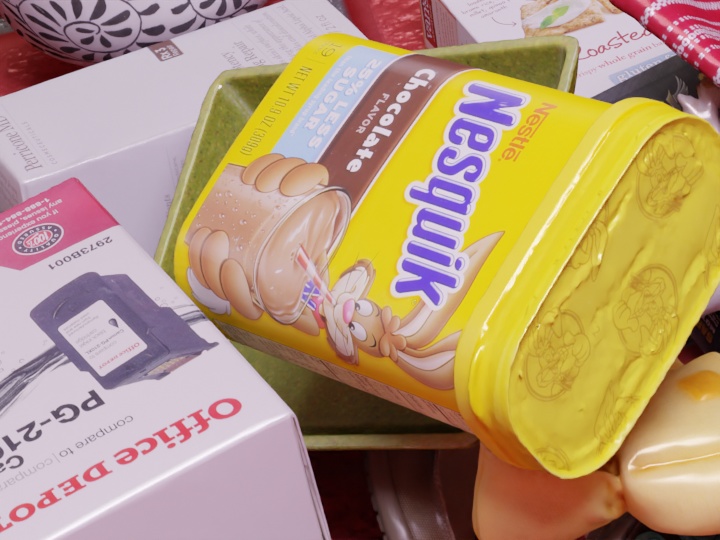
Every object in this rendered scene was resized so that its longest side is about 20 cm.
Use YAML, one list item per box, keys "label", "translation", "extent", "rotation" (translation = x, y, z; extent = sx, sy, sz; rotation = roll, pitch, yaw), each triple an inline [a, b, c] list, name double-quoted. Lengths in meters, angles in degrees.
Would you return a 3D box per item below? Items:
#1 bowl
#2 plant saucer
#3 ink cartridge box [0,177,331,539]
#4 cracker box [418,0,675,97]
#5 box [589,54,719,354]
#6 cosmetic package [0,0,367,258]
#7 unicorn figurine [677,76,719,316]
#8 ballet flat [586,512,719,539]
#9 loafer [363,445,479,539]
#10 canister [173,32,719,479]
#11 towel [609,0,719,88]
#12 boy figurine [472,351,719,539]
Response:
- label: "bowl"
  translation: [-0.113, -0.161, 1.595]
  extent: [0.200, 0.095, 0.201]
  rotation: [-14, 24, 6]
- label: "plant saucer"
  translation: [0.000, 0.000, 1.293]
  extent: [0.199, 0.048, 0.201]
  rotation: [-3, 58, 34]
- label: "ink cartridge box"
  translation: [-0.126, 0.068, 1.208]
  extent: [0.144, 0.085, 0.200]
  rotation: [-28, 42, -18]
- label: "cracker box"
  translation: [0.129, -0.112, 1.533]
  extent: [0.133, 0.058, 0.200]
  rotation: [-21, 40, -14]
- label: "box"
  translation: [0.220, -0.049, 1.400]
  extent: [0.199, 0.048, 0.159]
  rotation: [-27, 63, -18]
- label: "cosmetic package"
  translation: [-0.089, -0.066, 1.492]
  extent: [0.199, 0.074, 0.102]
  rotation: [-19, 32, -17]
- label: "unicorn figurine"
  translation: [0.162, -0.015, 1.311]
  extent: [0.199, 0.074, 0.138]
  rotation: [-24, 80, 15]
- label: "ballet flat"
  translation: [0.118, 0.123, 1.251]
  extent: [0.063, 0.068, 0.200]
  rotation: [-18, 29, 38]
- label: "loafer"
  translation: [0.045, 0.068, 1.323]
  extent: [0.067, 0.076, 0.201]
  rotation: [-8, 39, 13]
- label: "canister"
  translation: [0.034, -0.013, 1.185]
  extent: [0.199, 0.087, 0.149]
  rotation: [19, 70, 43]
- label: "towel"
  translation: [0.212, -0.075, 1.321]
  extent: [0.200, 0.023, 0.144]
  rotation: [40, 23, 21]
- label: "boy figurine"
  translation: [0.134, 0.058, 1.202]
  extent: [0.199, 0.065, 0.125]
  rotation: [-18, 39, -8]
